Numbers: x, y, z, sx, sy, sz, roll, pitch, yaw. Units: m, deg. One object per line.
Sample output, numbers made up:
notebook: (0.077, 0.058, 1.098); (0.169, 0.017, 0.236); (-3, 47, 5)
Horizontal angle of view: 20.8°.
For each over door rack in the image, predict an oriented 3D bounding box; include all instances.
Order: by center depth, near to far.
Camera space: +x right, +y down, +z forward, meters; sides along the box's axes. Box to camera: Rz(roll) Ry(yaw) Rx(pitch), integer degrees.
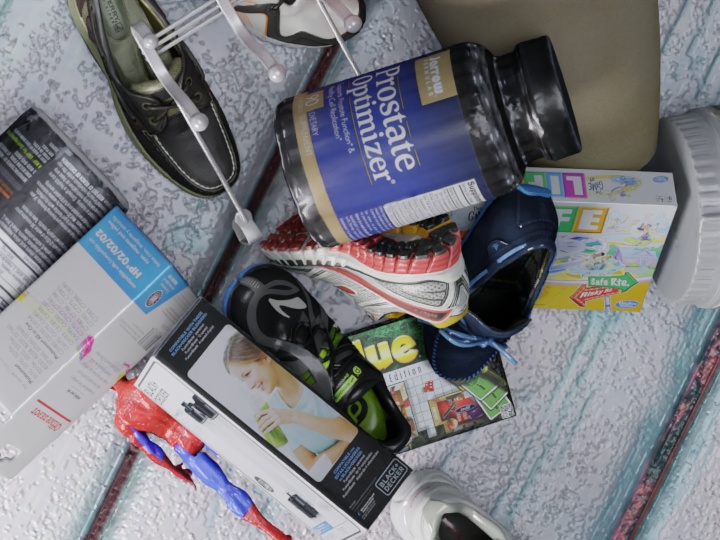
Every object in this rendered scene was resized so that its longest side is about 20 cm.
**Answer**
over door rack: (-0.060, -0.130, 1.444); (0.147, 0.067, 0.201); (-33, 121, -11)

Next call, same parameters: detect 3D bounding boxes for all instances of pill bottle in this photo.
pill bottle: (0.049, -0.095, 1.380); (0.199, 0.112, 0.112); (-17, 99, 10)
pill bottle: (-0.275, -0.017, 1.442); (0.200, 0.106, 0.106); (-44, 101, -3)

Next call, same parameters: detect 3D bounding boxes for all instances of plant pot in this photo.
plant pot: (0.151, -0.167, 1.480); (0.187, 0.187, 0.201); (-25, 114, -7)

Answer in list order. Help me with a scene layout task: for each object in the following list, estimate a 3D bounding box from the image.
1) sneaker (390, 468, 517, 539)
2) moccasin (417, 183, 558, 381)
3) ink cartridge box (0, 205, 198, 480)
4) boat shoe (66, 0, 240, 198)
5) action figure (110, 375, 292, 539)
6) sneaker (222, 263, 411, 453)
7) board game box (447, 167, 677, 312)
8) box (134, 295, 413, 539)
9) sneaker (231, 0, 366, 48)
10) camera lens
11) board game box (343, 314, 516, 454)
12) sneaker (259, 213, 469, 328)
sneaker: (0.108, 0.242, 1.542); (0.200, 0.099, 0.078); (38, 89, -12)
moccasin: (0.092, 0.022, 1.458); (0.080, 0.068, 0.200); (1, 138, -14)
ink cartridge box: (-0.220, 0.056, 1.445); (0.200, 0.115, 0.068); (-44, 75, -6)
boat shoe: (-0.154, -0.141, 1.470); (0.072, 0.066, 0.201); (-31, 101, -7)
action figure: (-0.123, 0.136, 1.511); (0.200, 0.052, 0.066); (38, 94, -4)
sneaker: (-0.027, 0.066, 1.464); (0.071, 0.083, 0.200); (-51, 120, -19)
board game box: (0.129, -0.024, 1.499); (0.199, 0.135, 0.034); (2, 53, -5)
box: (-0.067, 0.114, 1.442); (0.200, 0.117, 0.060); (40, 71, -2)
sneaker: (-0.085, -0.223, 1.469); (0.199, 0.080, 0.074); (23, 89, -14)
camera lens: (0.333, -0.052, 1.521); (0.199, 0.160, 0.161); (-4, 97, -10)
board game box: (0.016, 0.095, 1.550); (0.199, 0.023, 0.105); (-18, 97, -8)
sneaker: (0.000, 0.000, 1.457); (0.078, 0.200, 0.082); (-37, 122, -30)
